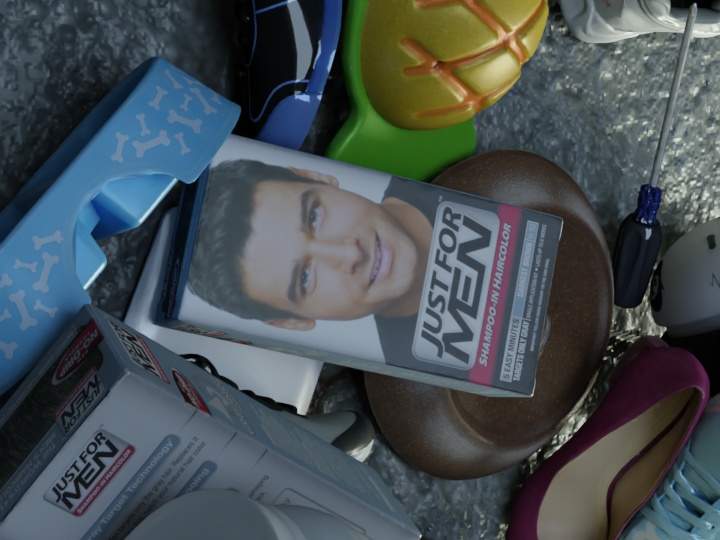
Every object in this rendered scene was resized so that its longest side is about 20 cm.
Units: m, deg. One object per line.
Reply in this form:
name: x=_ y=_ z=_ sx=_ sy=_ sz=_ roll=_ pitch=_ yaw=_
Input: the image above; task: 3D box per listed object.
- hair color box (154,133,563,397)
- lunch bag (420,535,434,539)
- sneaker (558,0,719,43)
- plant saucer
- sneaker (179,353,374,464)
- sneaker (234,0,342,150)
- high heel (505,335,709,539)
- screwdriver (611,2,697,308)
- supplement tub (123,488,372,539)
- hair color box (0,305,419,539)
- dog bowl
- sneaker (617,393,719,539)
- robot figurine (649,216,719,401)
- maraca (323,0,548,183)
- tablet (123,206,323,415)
hair color box: x=0.000 y=0.000 z=0.965 sx=0.199 sy=0.061 sz=0.100 roll=13 pitch=83 yaw=-18
lunch bag: x=0.072 y=0.218 z=1.016 sx=0.199 sy=0.164 sz=0.118 roll=24 pitch=81 yaw=-33
sneaker: x=0.223 y=-0.179 z=1.130 sx=0.199 sy=0.099 sz=0.079 roll=-19 pitch=105 yaw=-33
plant saucer: x=0.088 y=0.031 z=1.075 sx=0.199 sy=0.037 sz=0.202 roll=-12 pitch=110 yaw=-37
sneaker: x=-0.075 y=0.079 z=0.942 sx=0.199 sy=0.074 sz=0.080 roll=2 pitch=87 yaw=-36
sneaker: x=-0.047 y=-0.163 z=0.966 sx=0.077 sy=0.070 sz=0.202 roll=11 pitch=93 yaw=-14
high heel: x=0.140 y=0.133 z=1.079 sx=0.067 sy=0.096 sz=0.201 roll=22 pitch=98 yaw=-8
screwdriver: x=0.180 y=-0.066 z=1.111 sx=0.029 sy=0.028 sz=0.201 roll=-41 pitch=145 yaw=-52
supplement tub: x=-0.014 y=0.189 z=0.792 sx=0.200 sy=0.144 sz=0.145 roll=36 pitch=73 yaw=-39
hair color box: x=-0.076 y=0.108 z=0.851 sx=0.099 sy=0.061 sz=0.200 roll=-49 pitch=130 yaw=8
dog bowl: x=-0.140 y=-0.024 z=0.883 sx=0.050 sy=0.111 sz=0.200 roll=43 pitch=69 yaw=-16
sneaker: x=0.198 y=0.155 z=1.105 sx=0.082 sy=0.074 sz=0.201 roll=-34 pitch=152 yaw=-30
robot figurine: x=0.258 y=0.062 z=1.152 sx=0.124 sy=0.150 sz=0.201 roll=-24 pitch=94 yaw=-22
maraca: x=0.040 y=-0.127 z=1.006 sx=0.136 sy=0.107 sz=0.201 roll=-5 pitch=122 yaw=-40
tablet: x=-0.085 y=0.080 z=0.986 sx=0.130 sy=0.014 sz=0.201 roll=25 pitch=80 yaw=-35
